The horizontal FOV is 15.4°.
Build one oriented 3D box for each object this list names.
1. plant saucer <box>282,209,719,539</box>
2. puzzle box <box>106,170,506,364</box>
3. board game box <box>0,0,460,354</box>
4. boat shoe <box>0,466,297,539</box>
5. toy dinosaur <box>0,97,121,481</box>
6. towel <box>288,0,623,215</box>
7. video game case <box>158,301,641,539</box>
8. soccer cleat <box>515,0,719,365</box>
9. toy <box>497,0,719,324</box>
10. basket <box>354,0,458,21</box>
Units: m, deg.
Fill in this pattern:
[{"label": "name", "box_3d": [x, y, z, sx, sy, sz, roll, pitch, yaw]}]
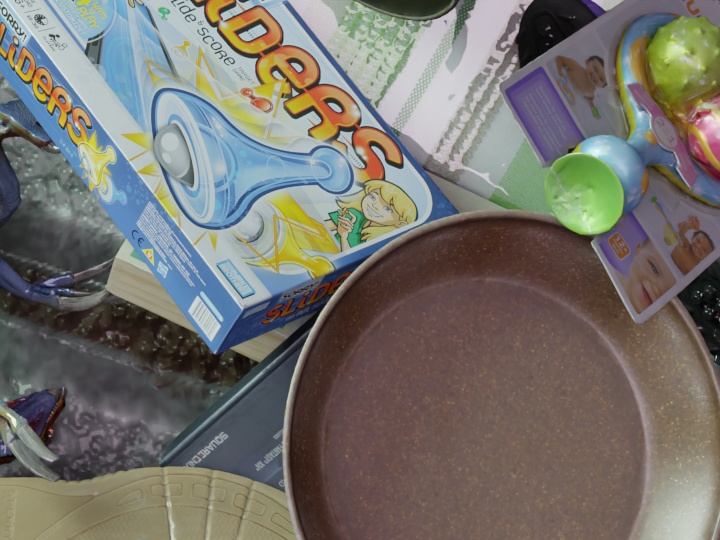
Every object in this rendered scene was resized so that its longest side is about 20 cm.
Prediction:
[{"label": "plant saucer", "box_3d": [0.058, 0.076, 1.102, 0.200, 0.037, 0.201, 3, 82, -19]}, {"label": "puzzle box", "box_3d": [0.000, 0.000, 1.197, 0.199, 0.025, 0.133, 26, 47, 2]}, {"label": "board game box", "box_3d": [-0.066, -0.068, 1.152, 0.135, 0.034, 0.200, -23, 67, -41]}, {"label": "boat shoe", "box_3d": [-0.109, 0.133, 1.183, 0.199, 0.065, 0.072, 0, 50, 1]}, {"label": "toy dinosaur", "box_3d": [-0.176, 0.003, 1.184, 0.200, 0.105, 0.182, 37, 131, 16]}, {"label": "towel", "box_3d": [0.044, -0.124, 1.244, 0.200, 0.031, 0.150, 31, 91, -2]}, {"label": "video game case", "box_3d": [0.026, 0.109, 1.175, 0.200, 0.019, 0.143, 39, 133, -11]}, {"label": "soccer cleat", "box_3d": [0.146, -0.050, 1.217, 0.073, 0.068, 0.200, -41, 98, -35]}, {"label": "toy", "box_3d": [0.146, -0.069, 1.148, 0.047, 0.200, 0.115, -29, 94, 42]}, {"label": "basket", "box_3d": [0.044, -0.231, 1.167, 0.180, 0.136, 0.200, 40, 65, 19]}]
